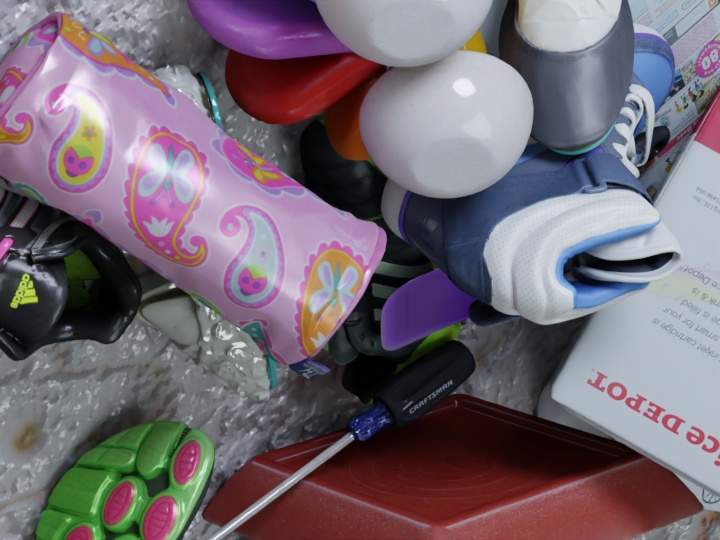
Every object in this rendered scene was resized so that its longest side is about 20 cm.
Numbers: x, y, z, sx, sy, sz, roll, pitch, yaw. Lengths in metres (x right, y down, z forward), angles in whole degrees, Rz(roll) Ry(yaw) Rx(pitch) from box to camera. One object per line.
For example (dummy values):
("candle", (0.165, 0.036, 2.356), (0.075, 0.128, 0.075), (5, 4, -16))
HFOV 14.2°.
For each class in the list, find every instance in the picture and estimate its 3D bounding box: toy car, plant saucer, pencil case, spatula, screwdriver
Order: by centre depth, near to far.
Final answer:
("pencil case", (-0.085, -0.034, 1.327), (0.200, 0.087, 0.087), (35, 91, -19))
("toy car", (-0.006, -0.134, 1.369), (0.150, 0.175, 0.200), (-12, 137, 7))
("screwdriver", (-0.016, 0.095, 1.520), (0.200, 0.028, 0.029), (-33, 159, -28))
("spatula", (0.091, -0.023, 1.532), (0.200, 0.021, 0.057), (-37, 151, -21))
("plant saucer", (0.048, 0.116, 1.560), (0.199, 0.200, 0.037), (-15, 109, -38))

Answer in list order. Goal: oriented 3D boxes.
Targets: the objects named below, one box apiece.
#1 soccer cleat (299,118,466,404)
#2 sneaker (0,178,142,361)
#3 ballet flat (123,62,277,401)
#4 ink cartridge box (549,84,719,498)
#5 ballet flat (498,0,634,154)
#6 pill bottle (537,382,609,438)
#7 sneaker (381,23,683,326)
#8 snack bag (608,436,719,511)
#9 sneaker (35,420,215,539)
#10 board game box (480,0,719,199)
("soccer cleat", (0.000, 0.000, 1.521), (0.081, 0.068, 0.200), (-42, 142, -14))
("sneaker", (-0.176, -0.005, 1.322), (0.200, 0.087, 0.074), (12, 108, -48))
("ballet flat", (-0.091, -0.013, 1.428), (0.072, 0.072, 0.200), (-31, 130, -26))
("ink cartridge box", (0.208, 0.015, 1.529), (0.200, 0.145, 0.145), (-60, 177, 2))
("ballet flat", (0.103, -0.151, 1.444), (0.073, 0.073, 0.200), (67, 24, -47))
("pill bottle", (0.212, 0.066, 1.749), (0.200, 0.104, 0.104), (-30, 136, -27))
("sneaker", (0.125, -0.041, 1.449), (0.200, 0.146, 0.081), (-31, 136, -30))
("snack bag", (0.236, 0.046, 1.679), (0.188, 0.021, 0.200), (14, 97, -40))
("sneaker", (-0.131, 0.163, 1.517), (0.200, 0.077, 0.084), (-62, 158, 15))
("board game box", (0.134, -0.104, 1.581), (0.148, 0.064, 0.200), (-40, 137, -15))
